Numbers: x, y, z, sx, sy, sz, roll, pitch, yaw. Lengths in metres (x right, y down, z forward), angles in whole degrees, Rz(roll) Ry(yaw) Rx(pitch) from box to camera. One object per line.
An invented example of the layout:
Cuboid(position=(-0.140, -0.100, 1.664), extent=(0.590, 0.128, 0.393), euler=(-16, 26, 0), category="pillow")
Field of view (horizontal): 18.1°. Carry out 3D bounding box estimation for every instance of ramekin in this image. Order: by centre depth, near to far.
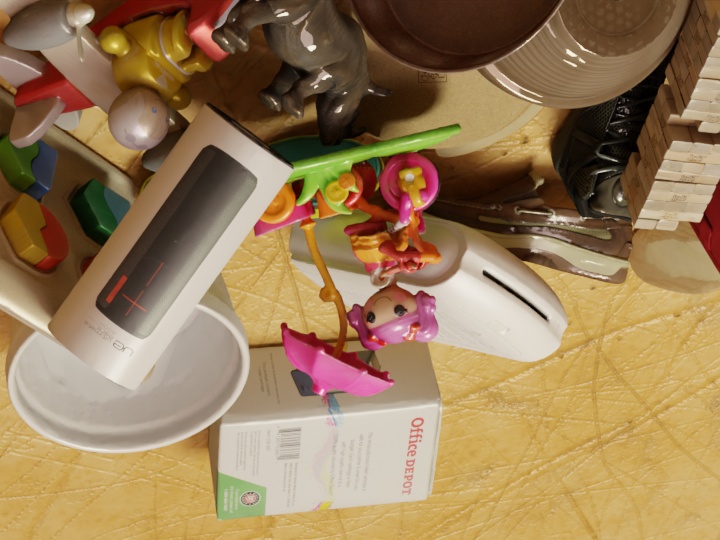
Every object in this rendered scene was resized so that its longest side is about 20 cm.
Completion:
Cuboid(position=(-0.195, 0.049, 1.866), extent=(0.198, 0.106, 0.201), euler=(-7, 138, -6), category="ramekin")

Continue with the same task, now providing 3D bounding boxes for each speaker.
Cuboid(position=(-0.136, -0.016, 1.606), extent=(0.081, 0.081, 0.201), euler=(34, 94, -40), category="speaker")

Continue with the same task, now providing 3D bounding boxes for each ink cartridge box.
Cuboid(position=(-0.034, 0.142, 2.022), extent=(0.198, 0.088, 0.146), euler=(-3, 138, -8), category="ink cartridge box")

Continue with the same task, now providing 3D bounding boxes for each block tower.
Cuboid(position=(0.253, -0.120, 1.684), extent=(0.054, 0.058, 0.201), euler=(3, 136, -16), category="block tower")

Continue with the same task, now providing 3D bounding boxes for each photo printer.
Cuboid(position=(0.061, 0.009, 1.830), extent=(0.199, 0.070, 0.166), euler=(11, 163, 44), category="photo printer")

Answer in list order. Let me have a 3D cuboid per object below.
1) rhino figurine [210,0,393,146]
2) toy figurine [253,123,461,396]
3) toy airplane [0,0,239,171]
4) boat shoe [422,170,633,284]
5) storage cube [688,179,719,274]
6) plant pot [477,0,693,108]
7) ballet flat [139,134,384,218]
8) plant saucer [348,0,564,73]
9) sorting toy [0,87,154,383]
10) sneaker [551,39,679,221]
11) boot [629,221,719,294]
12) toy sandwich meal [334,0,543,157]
Cuboid(position=(-0.034, -0.152, 1.624), extent=(0.088, 0.060, 0.200), euler=(-52, 142, -10), category="rhino figurine")
Cuboid(position=(0.000, 0.000, 1.703), extent=(0.198, 0.186, 0.150), euler=(-13, -177, 11), category="toy figurine")
Cuboid(position=(-0.178, -0.139, 1.638), extent=(0.198, 0.142, 0.200), euler=(1, 137, -16), category="toy airplane")
Cuboid(position=(0.132, -0.047, 1.884), extent=(0.201, 0.075, 0.075), euler=(14, 91, -12), category="boat shoe")
Cuboid(position=(0.356, -0.100, 1.766), extent=(0.169, 0.200, 0.181), euler=(-4, 123, -9), category="storage cube")
Cuboid(position=(0.165, -0.210, 1.618), extent=(0.199, 0.093, 0.203), euler=(-5, 107, -18), category="plant pot")
Cuboid(position=(-0.079, -0.064, 1.813), extent=(0.198, 0.067, 0.067), euler=(-9, 160, -1), category="ballet flat")
Cuboid(position=(0.078, -0.233, 1.572), extent=(0.200, 0.201, 0.034), euler=(-35, 154, 24), category="plant saucer")
Cuboid(position=(-0.222, -0.032, 1.697), extent=(0.036, 0.201, 0.185), euler=(-31, 136, 25), category="sorting toy")
Cuboid(position=(0.213, -0.116, 1.784), extent=(0.076, 0.115, 0.200), euler=(4, 134, -20), category="sneaker")
Cuboid(position=(0.347, -0.025, 1.947), extent=(0.200, 0.071, 0.143), euler=(-7, -178, 42), category="boot")
Cuboid(position=(0.059, -0.172, 1.723), extent=(0.203, 0.071, 0.206), euler=(1, 136, 1), category="toy sandwich meal")
